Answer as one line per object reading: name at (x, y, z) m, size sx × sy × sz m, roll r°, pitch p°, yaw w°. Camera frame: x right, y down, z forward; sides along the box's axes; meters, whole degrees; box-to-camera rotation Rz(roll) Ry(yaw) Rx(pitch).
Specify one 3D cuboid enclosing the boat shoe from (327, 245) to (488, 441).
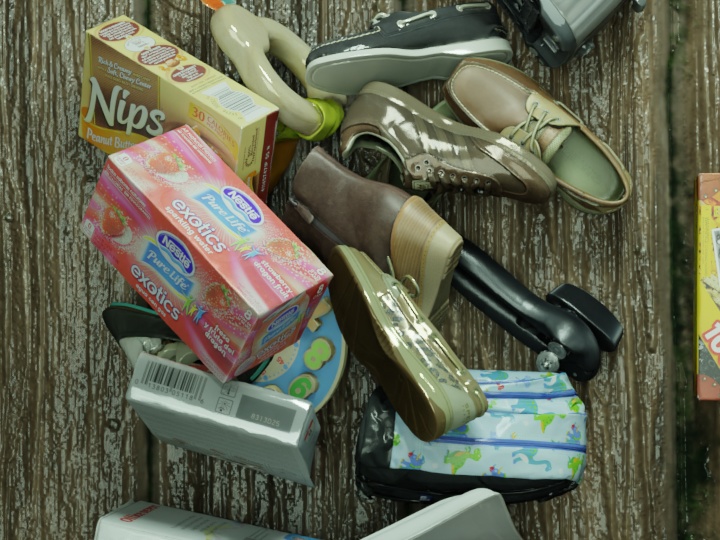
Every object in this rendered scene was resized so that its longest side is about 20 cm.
boat shoe at (0.035, 0.058, 1.592) m, size 0.062 × 0.074 × 0.201 m, roll -17°, pitch 61°, yaw -26°

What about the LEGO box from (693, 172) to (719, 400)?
LEGO box at (0.372, 0.015, 1.651) m, size 0.148 × 0.077 × 0.202 m, roll 0°, pitch 89°, yaw 8°

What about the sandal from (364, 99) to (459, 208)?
sandal at (0.041, -0.078, 1.705) m, size 0.080 × 0.057 × 0.202 m, roll 36°, pitch 100°, yaw 7°

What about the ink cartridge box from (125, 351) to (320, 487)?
ink cartridge box at (-0.114, 0.138, 1.664) m, size 0.161 × 0.200 × 0.051 m, roll 16°, pitch 77°, yaw 8°

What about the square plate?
square plate at (0.045, 0.258, 1.636) m, size 0.197 × 0.200 × 0.029 m, roll -27°, pitch 64°, yaw 1°

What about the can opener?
can opener at (0.142, 0.031, 1.700) m, size 0.199 × 0.079 × 0.064 m, roll 32°, pitch 133°, yaw 10°

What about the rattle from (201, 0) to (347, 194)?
rattle at (-0.118, -0.180, 1.706) m, size 0.200 × 0.131 × 0.143 m, roll 41°, pitch 134°, yaw -14°

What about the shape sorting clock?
shape sorting clock at (-0.102, 0.051, 1.708) m, size 0.199 × 0.039 × 0.202 m, roll 11°, pitch 113°, yaw 28°

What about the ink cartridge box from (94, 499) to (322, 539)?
ink cartridge box at (-0.136, 0.276, 1.685) m, size 0.198 × 0.145 × 0.085 m, roll 12°, pitch 92°, yaw 8°

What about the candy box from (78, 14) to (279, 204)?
candy box at (-0.168, -0.135, 1.683) m, size 0.199 × 0.055 × 0.116 m, roll 33°, pitch 131°, yaw 27°

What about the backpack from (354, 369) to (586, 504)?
backpack at (0.104, 0.150, 1.649) m, size 0.198 × 0.163 × 0.155 m, roll 14°, pitch 75°, yaw 7°

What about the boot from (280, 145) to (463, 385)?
boot at (0.000, 0.000, 1.685) m, size 0.166 × 0.072 × 0.201 m, roll 30°, pitch 128°, yaw 17°

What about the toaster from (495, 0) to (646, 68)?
toaster at (0.167, -0.292, 1.659) m, size 0.129 × 0.114 × 0.200 m, roll -39°, pitch 84°, yaw -9°

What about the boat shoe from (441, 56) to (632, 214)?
boat shoe at (0.166, -0.123, 1.660) m, size 0.199 × 0.074 × 0.076 m, roll 33°, pitch 91°, yaw -9°

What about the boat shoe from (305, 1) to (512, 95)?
boat shoe at (0.040, -0.206, 1.679) m, size 0.198 × 0.074 × 0.061 m, roll -10°, pitch 71°, yaw -14°

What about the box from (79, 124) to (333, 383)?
box at (-0.134, -0.017, 1.599) m, size 0.200 × 0.102 × 0.095 m, roll 46°, pitch 134°, yaw 17°

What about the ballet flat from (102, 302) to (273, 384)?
ballet flat at (-0.168, 0.071, 1.684) m, size 0.199 × 0.068 × 0.069 m, roll 5°, pitch 64°, yaw 36°

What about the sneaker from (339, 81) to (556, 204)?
sneaker at (0.074, -0.093, 1.647) m, size 0.199 × 0.071 × 0.076 m, roll 26°, pitch 73°, yaw 13°
